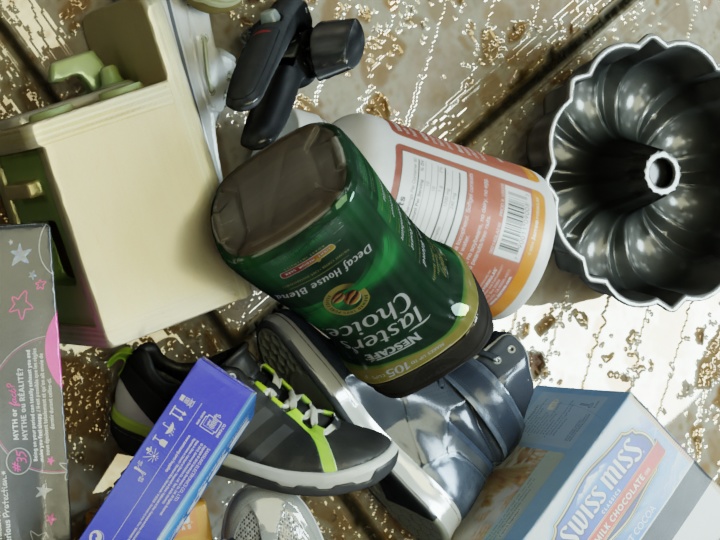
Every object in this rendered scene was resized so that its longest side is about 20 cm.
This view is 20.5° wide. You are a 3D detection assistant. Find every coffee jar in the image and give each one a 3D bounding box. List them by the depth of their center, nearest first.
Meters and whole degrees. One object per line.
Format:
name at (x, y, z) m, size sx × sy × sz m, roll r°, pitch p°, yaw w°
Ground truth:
coffee jar at (0.000, 0.000, 1.254) m, size 0.104 × 0.086 × 0.200 m, roll -32°, pitch 137°, yaw 15°

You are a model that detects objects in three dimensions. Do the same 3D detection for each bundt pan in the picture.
bundt pan at (0.203, -0.071, 1.475) m, size 0.201 × 0.076 × 0.203 m, roll 0°, pitch 90°, yaw -27°

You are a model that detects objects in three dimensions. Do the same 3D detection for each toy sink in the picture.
toy sink at (-0.168, -0.061, 1.264) m, size 0.112 × 0.130 × 0.201 m, roll -20°, pitch 99°, yaw -24°

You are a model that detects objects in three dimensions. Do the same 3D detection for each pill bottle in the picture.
pill bottle at (0.025, -0.043, 1.369) m, size 0.199 × 0.112 × 0.113 m, roll 17°, pitch 82°, yaw -24°

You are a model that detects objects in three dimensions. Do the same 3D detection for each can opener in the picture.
can opener at (-0.054, -0.136, 1.304) m, size 0.064 × 0.078 × 0.200 m, roll 63°, pitch 22°, yaw -15°

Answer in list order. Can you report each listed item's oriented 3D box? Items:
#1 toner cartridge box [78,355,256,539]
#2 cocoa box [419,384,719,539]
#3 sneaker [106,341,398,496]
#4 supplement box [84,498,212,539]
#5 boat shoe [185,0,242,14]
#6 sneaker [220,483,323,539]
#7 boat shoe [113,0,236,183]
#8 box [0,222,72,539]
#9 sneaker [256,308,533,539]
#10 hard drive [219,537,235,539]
toner cartridge box at (-0.135, 0.153, 1.212) m, size 0.043 × 0.095 × 0.201 m, roll 32°, pitch 77°, yaw 5°
cocoa box at (0.141, 0.197, 1.411) m, size 0.131 × 0.133 × 0.200 m, roll 46°, pitch 71°, yaw -19°
sneaker at (-0.071, 0.091, 1.300) m, size 0.199 × 0.072 × 0.083 m, roll 9°, pitch 105°, yaw 1°
supplement box at (-0.127, 0.251, 1.316) m, size 0.066 × 0.069 × 0.201 m, roll -11°, pitch 92°, yaw -28°
boat shoe at (-0.117, -0.268, 1.299) m, size 0.072 × 0.066 × 0.202 m, roll -18°, pitch 79°, yaw -40°
sneaker at (-0.046, 0.235, 1.282) m, size 0.074 × 0.082 × 0.201 m, roll -8°, pitch 85°, yaw -6°
boat shoe at (-0.111, -0.129, 1.322) m, size 0.066 × 0.073 × 0.201 m, roll -15°, pitch 96°, yaw -23°
box at (-0.253, 0.075, 1.219) m, size 0.114 × 0.132 × 0.201 m, roll -4°, pitch 91°, yaw -23°
sneaker at (0.031, 0.071, 1.392) m, size 0.202 × 0.077 × 0.146 m, roll 48°, pitch 66°, yaw -14°
hard drive at (-0.146, 0.249, 1.180) m, size 0.038 × 0.140 × 0.200 m, roll 40°, pitch 98°, yaw 10°
